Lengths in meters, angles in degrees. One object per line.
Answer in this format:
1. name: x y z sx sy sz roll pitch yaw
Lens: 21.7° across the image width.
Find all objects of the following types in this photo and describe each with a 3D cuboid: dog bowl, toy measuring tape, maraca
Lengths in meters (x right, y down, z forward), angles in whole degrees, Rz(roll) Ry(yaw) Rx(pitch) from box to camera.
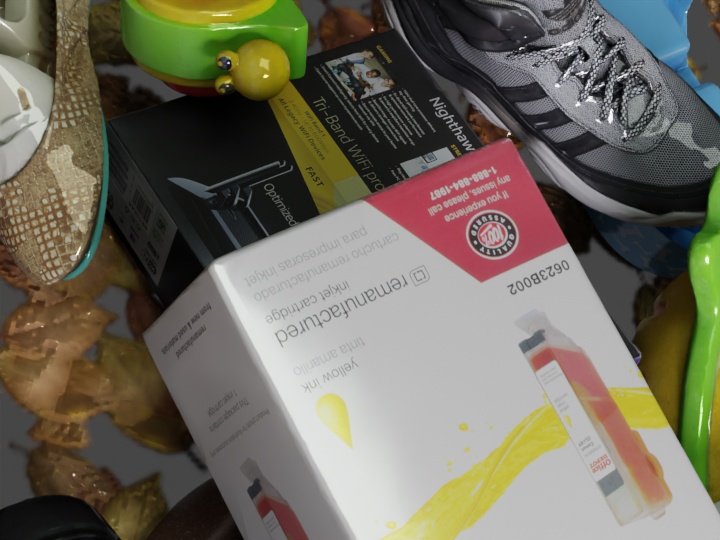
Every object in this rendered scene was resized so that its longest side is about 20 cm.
1. dog bowl: 0.138 -0.084 0.941 0.111 0.050 0.200 -24 78 -31
2. toy measuring tape: -0.084 -0.134 0.829 0.073 0.074 0.200 -5 40 -26
3. maraca: 0.168 0.042 0.831 0.137 0.107 0.201 -38 129 -57

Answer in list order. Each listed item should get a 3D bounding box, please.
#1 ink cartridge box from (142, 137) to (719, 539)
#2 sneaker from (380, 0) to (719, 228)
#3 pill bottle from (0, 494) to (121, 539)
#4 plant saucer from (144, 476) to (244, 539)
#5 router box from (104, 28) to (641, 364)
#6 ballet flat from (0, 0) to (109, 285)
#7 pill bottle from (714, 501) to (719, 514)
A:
1. ink cartridge box: 0.034 0.073 0.695 0.145 0.083 0.200 -24 81 -31
2. sneaker: 0.097 -0.096 0.838 0.200 0.114 0.076 36 76 6
3. pill bottle: -0.074 0.174 0.653 0.112 0.112 0.200 -22 49 -31
4. plant saucer: -0.004 0.165 0.769 0.200 0.034 0.201 10 62 -19
5. router box: 0.000 0.000 0.816 0.157 0.052 0.200 -21 65 -30
6. ballet flat: -0.148 -0.089 0.800 0.065 0.070 0.200 28 44 -45
7. pill bottle: 0.189 0.193 0.751 0.114 0.114 0.201 -14 99 -29
